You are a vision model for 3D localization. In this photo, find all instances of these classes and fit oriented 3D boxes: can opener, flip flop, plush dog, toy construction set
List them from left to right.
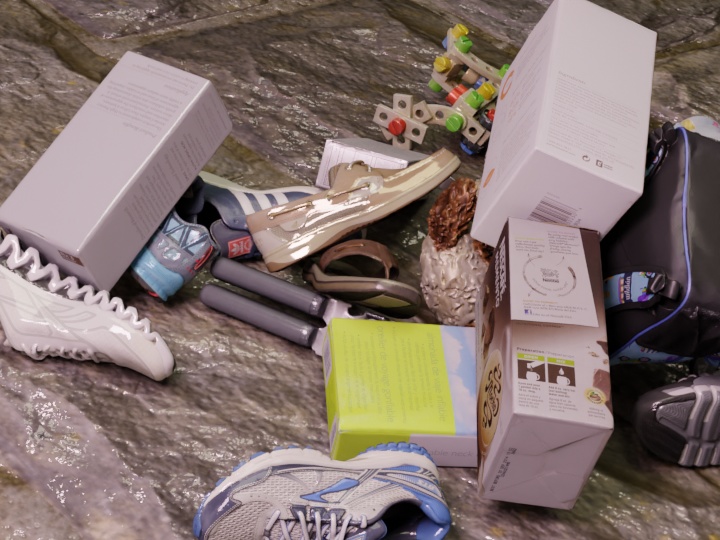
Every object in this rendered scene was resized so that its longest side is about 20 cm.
[{"bbox_3d":[-0.046,0.043,1.314,0.200,0.053,0.066,20,-1,13],"label":"can opener"},{"bbox_3d":[0.000,0.000,1.309,0.081,0.058,0.200,19,2,-16],"label":"flip flop"},{"bbox_3d":[0.107,-0.196,1.676,0.131,0.092,0.200,42,47,4],"label":"toy construction set"},{"bbox_3d":[0.106,-0.010,1.345,0.160,0.200,0.172,-14,12,27],"label":"plush dog"}]

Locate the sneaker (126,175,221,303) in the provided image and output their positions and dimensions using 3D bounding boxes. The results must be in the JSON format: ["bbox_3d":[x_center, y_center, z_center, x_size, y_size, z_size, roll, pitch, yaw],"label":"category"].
[{"bbox_3d":[-0.186,-0.063,1.352,0.095,0.079,0.200,-32,58,1],"label":"sneaker"}]

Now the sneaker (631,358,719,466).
[{"bbox_3d":[0.299,0.109,1.282,0.200,0.075,0.116,5,26,-26],"label":"sneaker"}]

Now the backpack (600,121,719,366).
[{"bbox_3d":[0.264,0.000,1.254,0.134,0.200,0.183,13,62,-15],"label":"backpack"}]

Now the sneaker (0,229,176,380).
[{"bbox_3d":[-0.247,0.046,1.237,0.200,0.075,0.081,28,69,10],"label":"sneaker"}]

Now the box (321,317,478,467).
[{"bbox_3d":[0.072,0.102,1.224,0.200,0.048,0.122,4,46,-10],"label":"box"}]

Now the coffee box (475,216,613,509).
[{"bbox_3d":[0.140,0.070,1.159,0.080,0.113,0.200,9,48,-6],"label":"coffee box"}]

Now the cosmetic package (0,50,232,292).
[{"bbox_3d":[-0.210,-0.087,1.283,0.102,0.074,0.200,23,67,28],"label":"cosmetic package"}]

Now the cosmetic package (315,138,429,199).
[{"bbox_3d":[0.019,-0.098,1.472,0.082,0.051,0.200,18,9,10],"label":"cosmetic package"}]

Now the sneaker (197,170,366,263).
[{"bbox_3d":[-0.097,-0.036,1.399,0.200,0.075,0.085,8,37,10],"label":"sneaker"}]

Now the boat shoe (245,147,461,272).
[{"bbox_3d":[-0.006,-0.068,1.330,0.200,0.065,0.072,-27,0,-3],"label":"boat shoe"}]

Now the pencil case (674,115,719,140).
[{"bbox_3d":[0.401,-0.089,1.594,0.091,0.083,0.200,17,24,-32],"label":"pencil case"}]

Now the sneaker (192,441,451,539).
[{"bbox_3d":[-0.021,0.178,1.078,0.200,0.077,0.085,-7,40,-24],"label":"sneaker"}]

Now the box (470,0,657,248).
[{"bbox_3d":[0.174,-0.117,1.253,0.097,0.124,0.200,22,50,-9],"label":"box"}]
